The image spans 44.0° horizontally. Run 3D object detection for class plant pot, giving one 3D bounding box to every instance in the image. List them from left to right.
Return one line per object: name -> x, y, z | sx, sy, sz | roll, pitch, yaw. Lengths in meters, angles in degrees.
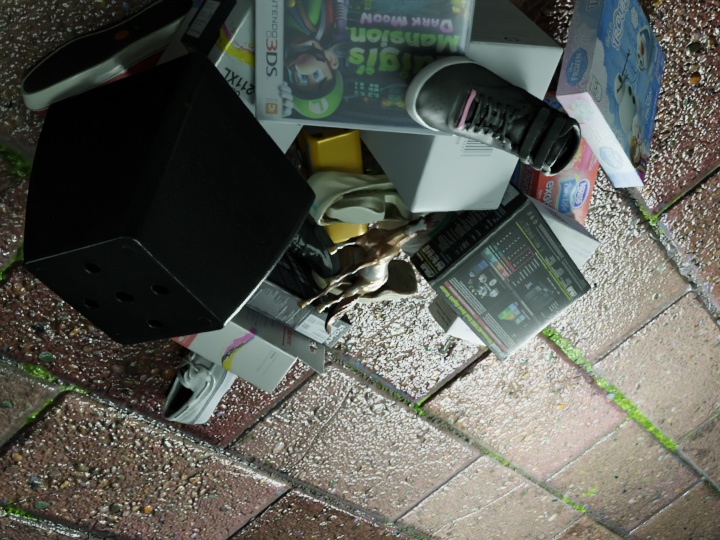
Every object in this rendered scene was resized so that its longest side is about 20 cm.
plant pot -> -0.187, -0.045, 0.823 | 0.199, 0.178, 0.200 | -11, 138, 29

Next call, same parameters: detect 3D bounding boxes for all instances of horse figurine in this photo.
horse figurine -> 0.000, 0.000, 1.060 | 0.132, 0.050, 0.200 | -25, 159, -31

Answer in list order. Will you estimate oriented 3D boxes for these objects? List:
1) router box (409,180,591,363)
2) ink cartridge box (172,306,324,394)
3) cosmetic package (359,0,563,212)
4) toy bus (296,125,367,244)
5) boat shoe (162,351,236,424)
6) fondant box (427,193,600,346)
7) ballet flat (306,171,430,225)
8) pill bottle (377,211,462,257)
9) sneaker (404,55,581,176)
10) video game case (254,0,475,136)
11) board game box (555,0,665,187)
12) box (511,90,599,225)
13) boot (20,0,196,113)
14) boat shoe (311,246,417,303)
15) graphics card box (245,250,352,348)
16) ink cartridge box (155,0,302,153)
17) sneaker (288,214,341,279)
router box -> 0.173, 0.004, 1.079 | 0.150, 0.062, 0.200 | -41, 132, 5
ink cartridge box -> -0.143, 0.078, 1.132 | 0.199, 0.117, 0.068 | 32, 111, -15
cosmetic package -> 0.092, -0.203, 0.982 | 0.122, 0.200, 0.200 | -4, 132, -27
toy bus -> -0.033, -0.105, 1.098 | 0.065, 0.078, 0.201 | -17, 136, -12
boat shoe -> -0.221, 0.145, 1.239 | 0.065, 0.074, 0.201 | 3, 127, -35
fondant box -> 0.203, 0.007, 1.181 | 0.144, 0.058, 0.200 | 19, 115, -39
ballet flat -> 0.031, -0.079, 1.044 | 0.199, 0.070, 0.070 | -4, 132, -20
pill bottle -> 0.118, -0.046, 1.207 | 0.113, 0.113, 0.200 | -39, 135, 11
sneaker -> 0.132, -0.139, 0.819 | 0.199, 0.099, 0.071 | 4, 118, -46
video game case -> 0.001, -0.216, 0.823 | 0.199, 0.023, 0.183 | 4, 125, 0
board game box -> 0.310, -0.238, 1.084 | 0.043, 0.201, 0.199 | -2, 153, 38
box -> 0.250, -0.130, 1.207 | 0.094, 0.103, 0.201 | -14, 134, -17
boot -> -0.236, -0.181, 0.931 | 0.199, 0.073, 0.145 | -27, 139, -8
boat shoe -> -0.003, 0.013, 1.215 | 0.065, 0.073, 0.200 | -20, 165, 36
graphics card box -> -0.108, 0.012, 1.135 | 0.051, 0.126, 0.200 | -46, 135, 15
ink cartridge box -> -0.099, -0.223, 0.902 | 0.146, 0.083, 0.200 | 25, 101, -52
sneaker -> -0.111, -0.057, 1.073 | 0.104, 0.060, 0.200 | -35, 105, -26
